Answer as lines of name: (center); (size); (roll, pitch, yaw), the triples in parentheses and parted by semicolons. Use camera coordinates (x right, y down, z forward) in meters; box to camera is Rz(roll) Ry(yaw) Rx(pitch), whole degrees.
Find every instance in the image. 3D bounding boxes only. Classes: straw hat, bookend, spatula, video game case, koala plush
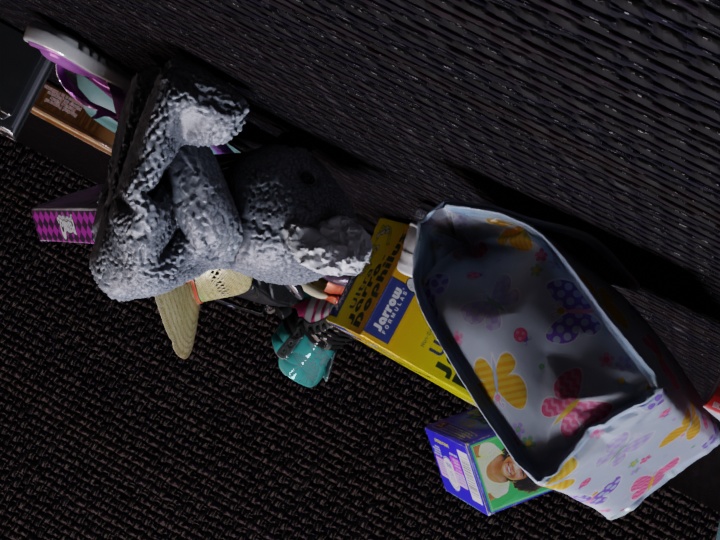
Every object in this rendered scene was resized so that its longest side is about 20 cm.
straw hat: (-0.143, -0.017, 1.830); (0.084, 0.203, 0.201); (-5, 170, 8)
bookend: (-0.388, -0.211, 1.780); (0.199, 0.093, 0.199); (28, 176, -14)
spatula: (-0.102, -0.057, 1.762); (0.201, 0.020, 0.056); (64, 162, -18)
video game case: (-0.169, -0.064, 1.615); (0.180, 0.036, 0.200); (-19, -170, -25)
koala plush: (-0.093, -0.046, 1.446); (0.198, 0.185, 0.177); (17, 180, -17)

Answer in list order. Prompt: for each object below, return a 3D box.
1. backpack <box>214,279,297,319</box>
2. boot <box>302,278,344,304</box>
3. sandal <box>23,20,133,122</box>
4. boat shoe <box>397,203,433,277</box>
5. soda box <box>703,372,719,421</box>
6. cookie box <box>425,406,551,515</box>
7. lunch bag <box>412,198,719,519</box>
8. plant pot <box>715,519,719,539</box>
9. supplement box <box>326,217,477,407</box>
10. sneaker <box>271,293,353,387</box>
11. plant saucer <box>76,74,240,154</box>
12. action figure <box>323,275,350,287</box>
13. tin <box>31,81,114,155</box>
backpack: (-0.164, -0.041, 2.139); (0.199, 0.127, 0.167); (23, 169, 43)
boot: (0.017, 0.025, 1.902); (0.199, 0.076, 0.107); (26, -163, 29)
sandal: (-0.234, -0.161, 1.667); (0.082, 0.050, 0.202); (25, 175, 38)
boat shoe: (0.095, 0.017, 1.511); (0.071, 0.070, 0.200); (25, 174, 39)
soda box: (0.297, 0.101, 1.252); (0.070, 0.064, 0.200); (25, 174, 34)
cookie box: (0.181, 0.157, 1.813); (0.171, 0.198, 0.076); (-172, 63, -79)
lunch bag: (0.129, 0.044, 1.230); (0.201, 0.127, 0.169); (55, -170, 28)
plant pot: (0.422, 0.268, 1.820); (0.200, 0.199, 0.136); (33, -151, -52)
supplement box: (0.089, 0.050, 1.679); (0.199, 0.109, 0.109); (29, 176, -18)
sneaker: (-0.037, 0.075, 2.113); (0.083, 0.122, 0.200); (29, 175, -26)
plant saucer: (-0.199, -0.135, 1.850); (0.199, 0.036, 0.200); (28, 175, 2)
action figure: (0.000, 0.000, 1.802); (0.199, 0.070, 0.130); (28, 145, 6)
tin: (-0.339, -0.182, 2.205); (0.199, 0.042, 0.112); (28, 172, 4)
